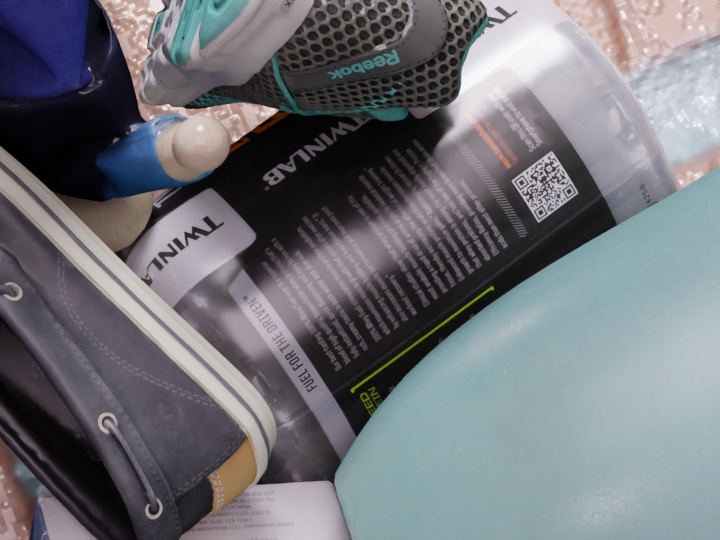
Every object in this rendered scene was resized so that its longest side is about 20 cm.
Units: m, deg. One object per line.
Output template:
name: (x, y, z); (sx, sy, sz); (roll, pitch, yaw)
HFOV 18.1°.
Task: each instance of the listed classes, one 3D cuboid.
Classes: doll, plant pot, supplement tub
doll: (-0.095, -0.062, 0.652); (0.136, 0.200, 0.048); (22, 64, 19)
plant pot: (0.088, 0.085, 0.680); (0.161, 0.201, 0.201); (-23, 76, 1)
supplement tub: (0.000, 0.000, 0.769); (0.200, 0.123, 0.123); (-36, 78, -11)

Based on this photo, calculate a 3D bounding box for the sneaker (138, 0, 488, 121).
sneaker: (-0.016, -0.074, 0.712); (0.091, 0.200, 0.078); (20, 94, -12)

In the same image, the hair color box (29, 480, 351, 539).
hair color box: (-0.031, 0.154, 0.653); (0.100, 0.061, 0.200); (-1, 42, -21)

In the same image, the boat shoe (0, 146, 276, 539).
boat shoe: (-0.115, 0.009, 0.663); (0.200, 0.075, 0.062); (42, 61, -4)
